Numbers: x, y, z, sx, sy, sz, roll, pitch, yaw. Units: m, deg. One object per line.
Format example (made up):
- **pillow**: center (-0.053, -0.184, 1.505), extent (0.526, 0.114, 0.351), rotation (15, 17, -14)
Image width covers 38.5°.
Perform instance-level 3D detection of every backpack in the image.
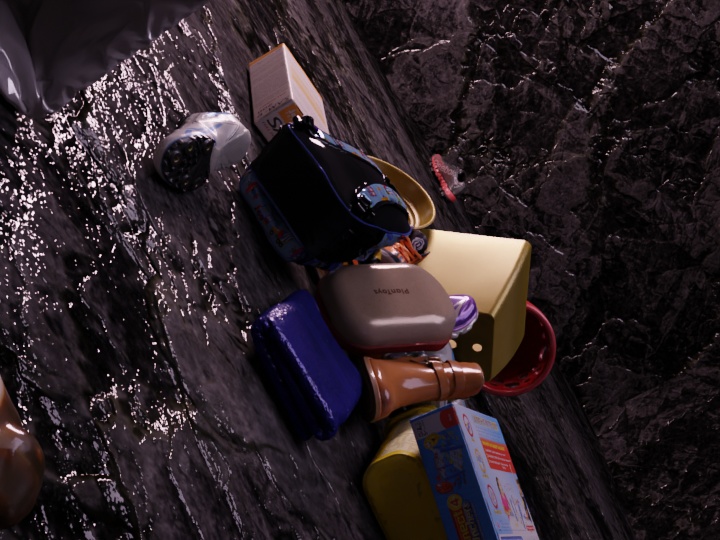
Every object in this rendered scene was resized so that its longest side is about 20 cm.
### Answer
- **backpack**: center (-0.033, -0.087, 1.330), extent (0.183, 0.134, 0.200), rotation (55, 20, 21)

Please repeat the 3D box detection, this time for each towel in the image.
- **towel**: center (-0.060, 0.103, 1.131), extent (0.148, 0.049, 0.200), rotation (58, 10, -1)

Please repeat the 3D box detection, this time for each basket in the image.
- **basket**: center (-0.253, -0.270, 0.814), extent (0.198, 0.199, 0.161), rotation (50, 11, -43)

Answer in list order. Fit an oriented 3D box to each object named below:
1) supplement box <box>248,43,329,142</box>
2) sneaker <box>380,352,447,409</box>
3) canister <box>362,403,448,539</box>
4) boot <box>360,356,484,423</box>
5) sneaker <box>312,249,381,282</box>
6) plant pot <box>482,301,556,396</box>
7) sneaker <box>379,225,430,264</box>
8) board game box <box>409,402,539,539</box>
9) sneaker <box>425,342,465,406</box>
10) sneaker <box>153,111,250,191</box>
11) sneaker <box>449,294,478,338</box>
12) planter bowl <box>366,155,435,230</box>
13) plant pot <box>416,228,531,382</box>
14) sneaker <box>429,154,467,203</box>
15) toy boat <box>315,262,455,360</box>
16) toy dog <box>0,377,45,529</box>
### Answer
- **supplement box**: center (-0.111, -0.251, 1.618), extent (0.126, 0.073, 0.200), rotation (54, 15, -34)
- **sneaker**: center (0.067, 0.161, 1.504), extent (0.200, 0.075, 0.116), rotation (-129, -150, -52)
- **canister**: center (0.074, 0.257, 1.242), extent (0.149, 0.086, 0.200), rotation (63, 14, -2)
- **boot**: center (0.078, 0.141, 1.282), extent (0.200, 0.154, 0.074), rotation (-84, 176, -82)
- **sneaker**: center (0.000, 0.000, 1.484), extent (0.070, 0.090, 0.200), rotation (66, 13, 22)
- **plant pot**: center (0.294, 0.144, 2.151), extent (0.201, 0.200, 0.183), rotation (60, 4, -9)
- **sneaker**: center (0.058, -0.029, 1.587), extent (0.078, 0.112, 0.200), rotation (61, -12, -8)
- **board game box**: center (0.141, 0.263, 1.188), extent (0.200, 0.056, 0.197), rotation (32, 37, -64)
- **sneaker**: center (0.120, 0.174, 1.583), extent (0.081, 0.076, 0.201), rotation (-100, 168, -64)
- **sneaker**: center (-0.183, -0.136, 1.125), extent (0.072, 0.072, 0.200), rotation (28, 18, 6)
- **sneaker**: center (0.086, 0.052, 1.492), extent (0.081, 0.199, 0.084), rotation (50, -45, 52)
- **planter bowl**: center (0.020, -0.104, 1.727), extent (0.200, 0.084, 0.201), rotation (20, 33, -13)
- **plant pot**: center (0.165, 0.071, 1.690), extent (0.177, 0.199, 0.201), rotation (-65, 159, -54)
- **sneaker**: center (0.289, -0.311, 3.335), extent (0.071, 0.098, 0.201), rotation (44, 20, -48)
- **toy boat**: center (0.027, 0.072, 1.381), extent (0.199, 0.131, 0.131), rotation (-1, 49, -28)
- **toy dog**: center (-0.210, 0.062, 0.397), extent (0.200, 0.139, 0.195), rotation (31, 46, -67)
